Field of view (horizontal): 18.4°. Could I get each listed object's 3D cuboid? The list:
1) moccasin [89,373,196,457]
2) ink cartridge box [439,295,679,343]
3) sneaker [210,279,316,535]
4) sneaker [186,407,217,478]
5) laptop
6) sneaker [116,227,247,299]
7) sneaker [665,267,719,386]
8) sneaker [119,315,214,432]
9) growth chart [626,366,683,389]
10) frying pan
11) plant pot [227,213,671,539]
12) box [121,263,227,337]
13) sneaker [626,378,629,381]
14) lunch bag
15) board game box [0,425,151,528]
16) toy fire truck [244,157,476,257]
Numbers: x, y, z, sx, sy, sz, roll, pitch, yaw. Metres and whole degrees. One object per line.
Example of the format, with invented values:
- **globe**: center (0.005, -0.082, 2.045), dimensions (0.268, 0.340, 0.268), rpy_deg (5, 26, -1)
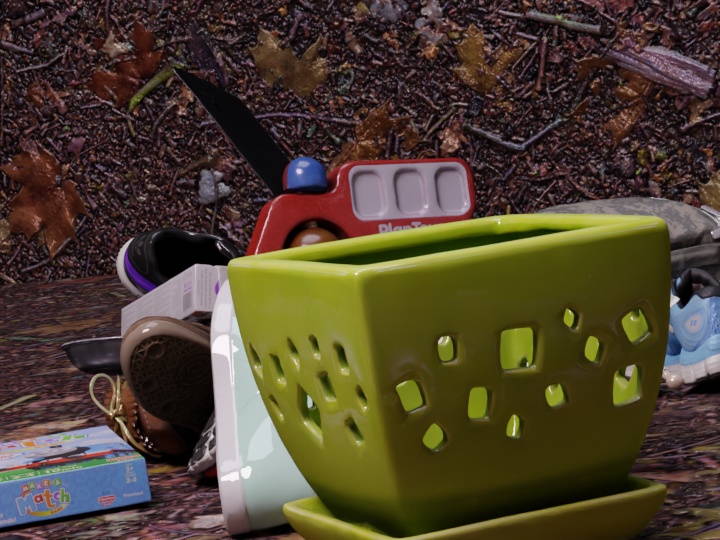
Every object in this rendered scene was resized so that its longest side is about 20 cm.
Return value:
- **moccasin**: center (-0.175, 0.113, 1.784), dimensions (0.077, 0.074, 0.201), rpy_deg (-11, 4, -10)
- **ink cartridge box**: center (0.106, 0.054, 1.504), dimensions (0.145, 0.048, 0.199), rpy_deg (-40, 35, -24)
- **sneaker**: center (-0.038, 0.084, 1.465), dimensions (0.117, 0.074, 0.201), rpy_deg (-7, 48, -2)
- **sneaker**: center (-0.060, 0.121, 1.592), dimensions (0.085, 0.077, 0.200), rpy_deg (34, -27, -16)
- **laptop**: center (-0.095, -0.037, 1.745), dimensions (0.115, 0.201, 0.187), rpy_deg (16, 1, 13)
- **sneaker**: center (-0.106, 0.016, 1.882), dimensions (0.199, 0.070, 0.100), rpy_deg (19, -19, -12)
- **sneaker**: center (0.284, 0.041, 1.814), dimensions (0.078, 0.091, 0.200), rpy_deg (-7, 1, -2)
- **sneaker**: center (-0.131, 0.073, 1.680), dimensions (0.070, 0.076, 0.200), rpy_deg (-38, -36, 6)
- **growth chart**: center (0.139, 0.065, 1.771), dimensions (0.199, 0.018, 0.145), rpy_deg (0, 17, -18)
- **frying pan**: center (-0.153, 0.064, 1.796), dimensions (0.189, 0.031, 0.115), rpy_deg (-5, -9, 26)
- **plant pot**: center (0.055, 0.070, 1.258), dimensions (0.198, 0.183, 0.200), rpy_deg (-9, 4, -23)
- **box**: center (-0.148, 0.034, 1.810), dimensions (0.038, 0.042, 0.200), rpy_deg (6, -14, -22)
- **sneaker**: center (0.100, 0.095, 1.583), dimensions (0.199, 0.068, 0.090), rpy_deg (-10, 9, 13)
- **lunch bag**: center (0.216, 0.007, 1.945), dimensions (0.199, 0.140, 0.167), rpy_deg (-9, -3, -37)
- **board game box**: center (-0.244, 0.153, 1.635), dimensions (0.150, 0.037, 0.200), rpy_deg (-9, 4, -14)
- **toy fire truck**: center (0.000, 0.000, 1.639), dimensions (0.199, 0.169, 0.112), rpy_deg (-3, -10, -26)
